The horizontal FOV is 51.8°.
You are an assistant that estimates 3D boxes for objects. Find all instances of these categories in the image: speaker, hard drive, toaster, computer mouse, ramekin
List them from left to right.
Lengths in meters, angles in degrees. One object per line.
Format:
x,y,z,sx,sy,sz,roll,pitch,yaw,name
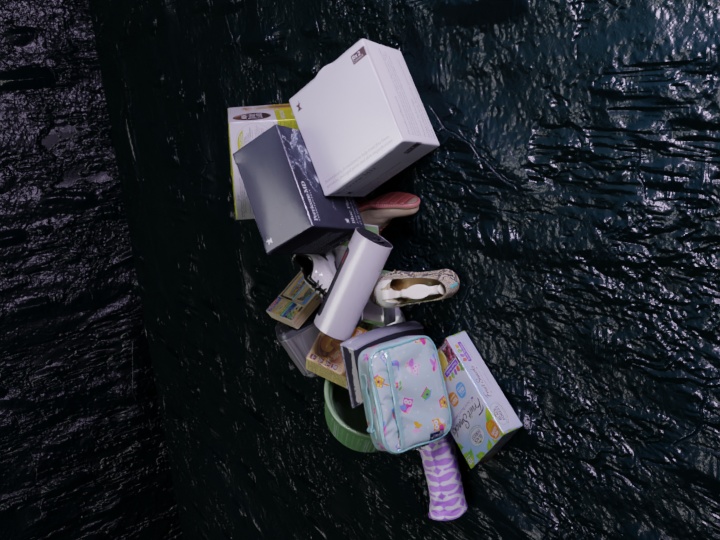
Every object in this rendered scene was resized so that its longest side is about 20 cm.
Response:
-0.088,0.145,1.681,0.131,0.197,0.114,63,172,-19,toaster
-0.013,0.025,1.393,0.081,0.080,0.203,40,111,43,speaker
0.015,0.277,1.549,0.202,0.196,0.099,56,151,28,ramekin
0.056,0.178,1.426,0.042,0.197,0.139,-8,93,51,hard drive
0.061,0.099,1.538,0.110,0.043,0.203,51,142,34,computer mouse

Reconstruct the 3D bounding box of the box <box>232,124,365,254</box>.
-0.110,-0.143,1.376,0.116,0.199,0.201,-26,79,27,box

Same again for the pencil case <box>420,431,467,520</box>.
0.153,0.387,1.465,0.084,0.084,0.205,-12,91,22,pencil case

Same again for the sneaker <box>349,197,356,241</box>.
-0.043,-0.121,1.553,0.203,0.086,0.074,64,-168,18,sneaker

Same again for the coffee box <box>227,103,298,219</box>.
-0.183,-0.240,1.594,0.200,0.192,0.205,-116,23,-68,coffee box

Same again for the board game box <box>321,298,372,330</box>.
-0.021,0.146,1.622,0.032,0.117,0.205,-134,39,-68,board game box

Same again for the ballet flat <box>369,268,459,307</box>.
0.085,0.035,1.367,0.196,0.075,0.070,-8,99,31,ballet flat

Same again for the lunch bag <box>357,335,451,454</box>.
0.078,0.229,1.352,0.077,0.157,0.205,-14,88,61,lunch bag

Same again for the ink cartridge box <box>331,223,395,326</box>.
0.000,0.000,1.490,0.143,0.047,0.206,10,108,40,ink cartridge box

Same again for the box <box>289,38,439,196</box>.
0.004,-0.266,1.332,0.197,0.129,0.204,-29,76,35,box

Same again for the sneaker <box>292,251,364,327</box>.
-0.068,0.033,1.479,0.074,0.079,0.202,-43,77,39,sneaker

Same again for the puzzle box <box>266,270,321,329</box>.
-0.115,0.037,1.674,0.026,0.201,0.132,50,160,-28,puzzle box

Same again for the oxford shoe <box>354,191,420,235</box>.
0.039,-0.106,1.448,0.197,0.070,0.077,-1,112,42,oxford shoe

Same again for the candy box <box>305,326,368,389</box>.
-0.001,0.184,1.511,0.196,0.117,0.056,23,149,9,candy box

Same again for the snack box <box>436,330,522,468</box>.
0.197,0.236,1.360,0.202,0.052,0.143,60,147,26,snack box
